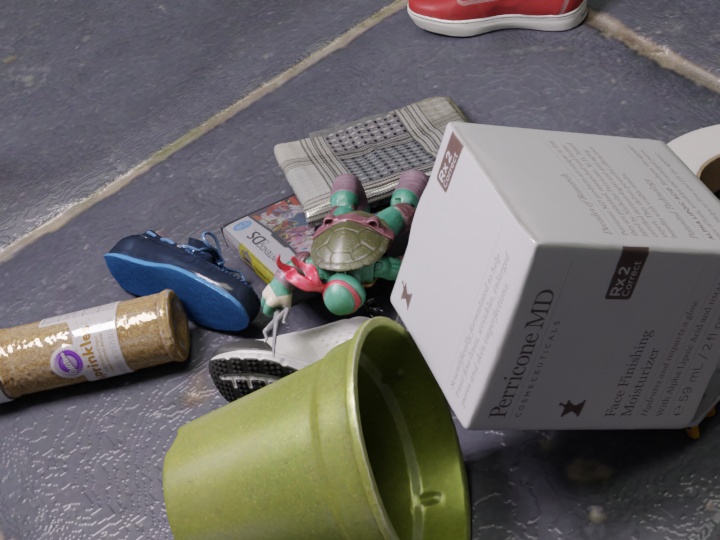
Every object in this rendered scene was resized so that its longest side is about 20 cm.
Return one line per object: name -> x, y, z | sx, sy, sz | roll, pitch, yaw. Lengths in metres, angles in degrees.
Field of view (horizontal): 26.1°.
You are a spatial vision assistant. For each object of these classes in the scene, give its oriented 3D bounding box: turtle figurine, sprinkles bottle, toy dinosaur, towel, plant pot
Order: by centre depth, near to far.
plant pot -> -0.040, 0.156, 1.163 | 0.183, 0.201, 0.201 | -17, 39, 20
turtle figurine -> -0.001, -0.005, 1.273 | 0.148, 0.101, 0.201 | 12, 43, 7
toy dinosaur -> 0.000, 0.000, 1.413 | 0.199, 0.048, 0.088 | 3, 39, 31
sprinkles bottle -> -0.259, 0.070, 1.421 | 0.198, 0.069, 0.069 | -13, 41, 8
towel -> 0.019, -0.114, 1.484 | 0.191, 0.035, 0.200 | -19, 25, -4

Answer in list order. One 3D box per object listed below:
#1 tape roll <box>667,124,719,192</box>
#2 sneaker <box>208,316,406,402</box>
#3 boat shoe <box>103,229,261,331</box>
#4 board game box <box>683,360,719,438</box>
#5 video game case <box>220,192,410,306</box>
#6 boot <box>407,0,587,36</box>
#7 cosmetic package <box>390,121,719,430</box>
tape roll -> 0.339, -0.064, 1.317 | 0.201, 0.037, 0.203 | -5, 34, 4
sneaker -> -0.031, 0.080, 1.323 | 0.198, 0.074, 0.080 | 1, 40, 12
boat shoe -> -0.162, -0.006, 1.455 | 0.199, 0.085, 0.069 | 23, 53, 37
board game box -> 0.251, 0.032, 1.286 | 0.199, 0.026, 0.200 | 25, 57, 40
video game case -> -0.011, -0.045, 1.433 | 0.199, 0.026, 0.181 | -25, 26, -14
boot -> 0.131, -0.324, 1.634 | 0.198, 0.145, 0.073 | 0, 46, 25
cosmetic package -> 0.155, 0.005, 1.150 | 0.198, 0.166, 0.165 | 1, 34, -25
